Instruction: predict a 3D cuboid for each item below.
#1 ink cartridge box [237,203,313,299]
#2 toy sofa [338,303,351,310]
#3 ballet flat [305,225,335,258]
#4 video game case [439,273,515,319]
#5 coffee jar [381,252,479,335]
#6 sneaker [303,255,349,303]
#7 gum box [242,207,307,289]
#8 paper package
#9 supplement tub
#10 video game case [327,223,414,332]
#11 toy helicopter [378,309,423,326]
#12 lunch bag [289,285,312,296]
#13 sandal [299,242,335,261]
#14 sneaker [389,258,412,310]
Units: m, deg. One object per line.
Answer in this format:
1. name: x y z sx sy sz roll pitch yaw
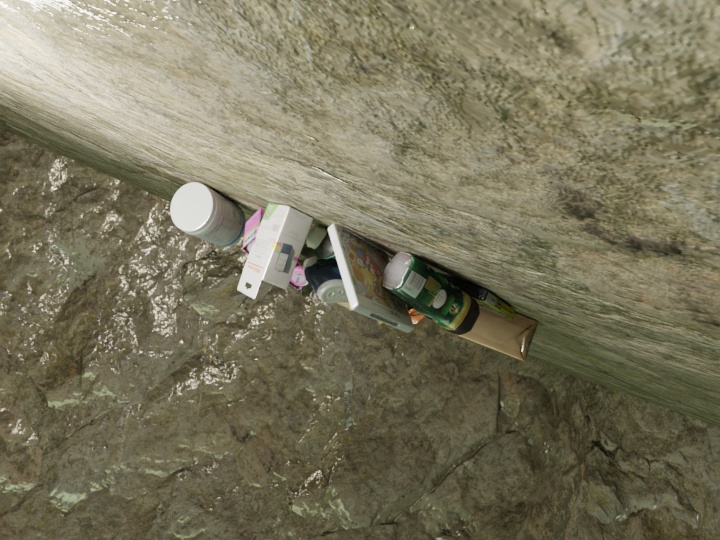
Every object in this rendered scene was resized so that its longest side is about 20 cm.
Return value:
1. ink cartridge box: -0.185 -0.034 1.172 0.066 0.205 0.116 23 176 -34
2. toy sofa: 0.031 0.058 1.595 0.096 0.085 0.197 21 -160 37
3. ballet flat: -0.096 -0.068 1.260 0.068 0.069 0.199 35 173 -16
4. video game case: 0.232 0.049 1.241 0.197 0.026 0.179 21 176 39
5. coffee jar: 0.143 0.049 1.095 0.198 0.087 0.104 34 175 -22
6. sneaker: -0.044 0.010 1.320 0.196 0.082 0.147 2 -142 -35
7. gum box: -0.202 -0.050 1.394 0.199 0.066 0.115 39 -155 -30
8. paper package: 0.340 0.149 1.410 0.186 0.106 0.200 20 175 8
9. supplement tub: -0.404 -0.146 1.473 0.129 0.135 0.200 21 176 17
10. video game case: 0.022 0.016 1.100 0.180 0.023 0.203 26 -145 -45
11. toy helicopter: 0.118 0.094 1.358 0.130 0.081 0.199 5 152 -38
12. lunch bag: -0.196 -0.024 1.681 0.197 0.168 0.117 24 177 -36
13. sandal: -0.110 -0.068 1.413 0.198 0.058 0.081 3 -133 -45
14. sneaker: 0.055 0.024 1.228 0.198 0.067 0.090 37 -142 20
